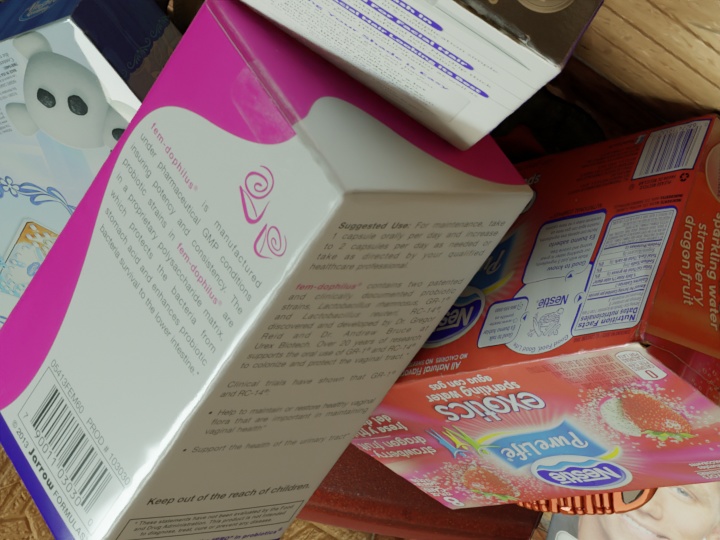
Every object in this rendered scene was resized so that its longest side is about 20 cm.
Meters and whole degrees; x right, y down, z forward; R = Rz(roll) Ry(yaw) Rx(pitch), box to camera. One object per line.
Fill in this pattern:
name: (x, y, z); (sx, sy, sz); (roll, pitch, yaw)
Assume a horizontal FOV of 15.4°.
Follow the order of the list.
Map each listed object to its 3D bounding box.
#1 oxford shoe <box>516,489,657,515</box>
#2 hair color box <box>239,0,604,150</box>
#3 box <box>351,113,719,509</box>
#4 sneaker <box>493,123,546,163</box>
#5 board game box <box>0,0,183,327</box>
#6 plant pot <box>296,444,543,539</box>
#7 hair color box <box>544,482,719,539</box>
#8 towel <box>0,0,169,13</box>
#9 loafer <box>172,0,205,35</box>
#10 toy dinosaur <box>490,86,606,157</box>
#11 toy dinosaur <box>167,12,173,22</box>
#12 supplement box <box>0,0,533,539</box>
oxford shoe: (0.072, 0.059, 1.259); (0.200, 0.072, 0.071); (21, 124, 40)
hair color box: (0.018, -0.102, 0.833); (0.109, 0.065, 0.200); (34, 175, -3)
box: (0.081, 0.022, 1.010); (0.095, 0.100, 0.200); (37, 151, -28)
sneaker: (0.102, -0.004, 1.122); (0.200, 0.074, 0.087); (27, 154, -7)
board game box: (-0.112, -0.024, 1.121); (0.200, 0.043, 0.199); (-13, 125, 45)
plant pot: (0.030, 0.055, 1.429); (0.176, 0.200, 0.200); (21, 173, 3)
hair color box: (0.151, 0.113, 1.299); (0.100, 0.061, 0.200); (29, 133, 21)
towel: (-0.170, -0.138, 1.097); (0.200, 0.035, 0.193); (28, 141, 5)
loafer: (-0.043, -0.091, 1.127); (0.067, 0.076, 0.200); (27, 169, 22)
toy dinosaur: (0.015, -0.085, 1.038); (0.200, 0.048, 0.088); (34, 157, -20)
toy dinosaur: (-0.062, -0.073, 1.235); (0.102, 0.077, 0.200); (37, -160, -11)
supplement box: (-0.044, 0.007, 0.980); (0.103, 0.200, 0.101); (-2, -132, -44)
